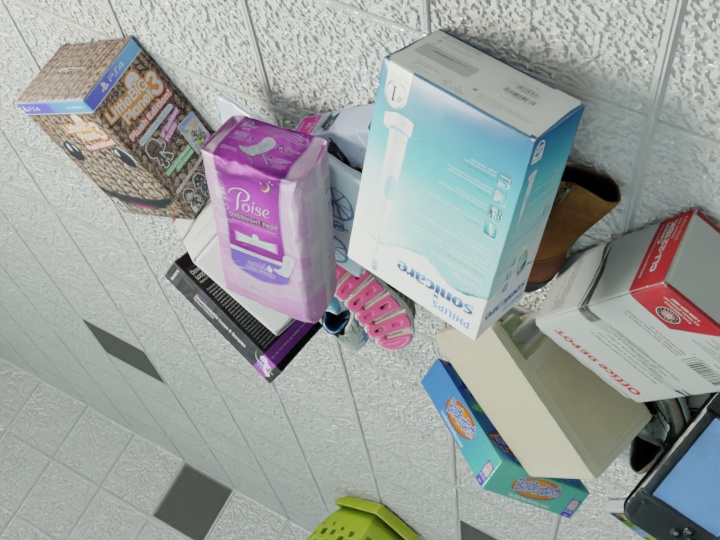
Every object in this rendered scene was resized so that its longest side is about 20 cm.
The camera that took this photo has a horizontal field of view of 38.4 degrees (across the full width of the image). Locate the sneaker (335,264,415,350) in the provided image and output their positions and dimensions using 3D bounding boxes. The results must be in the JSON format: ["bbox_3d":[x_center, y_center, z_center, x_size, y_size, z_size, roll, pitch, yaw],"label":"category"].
[{"bbox_3d":[0.000,0.000,1.227,0.201,0.073,0.087,52,-162,-2],"label":"sneaker"}]

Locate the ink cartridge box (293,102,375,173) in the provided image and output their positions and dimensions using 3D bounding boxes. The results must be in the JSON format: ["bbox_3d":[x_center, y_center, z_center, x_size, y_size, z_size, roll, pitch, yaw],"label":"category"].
[{"bbox_3d":[0.025,-0.110,1.026,0.198,0.042,0.119,-2,140,51],"label":"ink cartridge box"}]

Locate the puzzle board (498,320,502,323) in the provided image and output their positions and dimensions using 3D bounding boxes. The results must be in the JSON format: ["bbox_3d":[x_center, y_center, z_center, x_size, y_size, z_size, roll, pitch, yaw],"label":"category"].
[{"bbox_3d":[0.233,0.143,1.291,0.198,0.018,0.151,31,158,3],"label":"puzzle board"}]

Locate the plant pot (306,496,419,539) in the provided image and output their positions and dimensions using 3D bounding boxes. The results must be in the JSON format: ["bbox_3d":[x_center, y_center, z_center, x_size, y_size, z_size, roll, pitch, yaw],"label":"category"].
[{"bbox_3d":[0.009,0.637,2.365,0.199,0.183,0.199,44,155,-26],"label":"plant pot"}]

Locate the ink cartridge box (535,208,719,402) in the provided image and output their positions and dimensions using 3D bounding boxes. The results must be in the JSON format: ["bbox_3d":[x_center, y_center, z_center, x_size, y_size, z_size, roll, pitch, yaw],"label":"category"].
[{"bbox_3d":[0.276,0.041,0.941,0.143,0.085,0.200,36,156,-12],"label":"ink cartridge box"}]

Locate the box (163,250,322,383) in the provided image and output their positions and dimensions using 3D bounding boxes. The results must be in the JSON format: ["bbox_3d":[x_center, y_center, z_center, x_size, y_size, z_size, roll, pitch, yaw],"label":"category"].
[{"bbox_3d":[-0.152,0.039,1.382,0.200,0.143,0.036,47,123,-1],"label":"box"}]

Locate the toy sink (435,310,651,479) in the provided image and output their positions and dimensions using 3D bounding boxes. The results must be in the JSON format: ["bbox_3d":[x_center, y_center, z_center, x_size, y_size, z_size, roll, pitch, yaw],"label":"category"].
[{"bbox_3d":[0.197,0.111,1.117,0.201,0.112,0.130,54,156,-6],"label":"toy sink"}]

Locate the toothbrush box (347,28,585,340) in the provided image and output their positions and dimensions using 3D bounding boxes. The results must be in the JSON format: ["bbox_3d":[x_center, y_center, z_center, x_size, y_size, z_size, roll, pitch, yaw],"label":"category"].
[{"bbox_3d":[0.080,-0.069,0.850,0.145,0.085,0.203,32,132,25],"label":"toothbrush box"}]

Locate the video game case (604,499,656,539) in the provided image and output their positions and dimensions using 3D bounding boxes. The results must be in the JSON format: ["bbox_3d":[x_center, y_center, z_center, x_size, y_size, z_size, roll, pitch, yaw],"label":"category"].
[{"bbox_3d":[0.468,0.378,1.454,0.181,0.022,0.200,37,158,-10],"label":"video game case"}]

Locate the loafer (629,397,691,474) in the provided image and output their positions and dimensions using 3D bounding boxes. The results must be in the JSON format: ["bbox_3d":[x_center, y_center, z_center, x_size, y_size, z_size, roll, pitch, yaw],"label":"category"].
[{"bbox_3d":[0.329,0.179,1.150,0.201,0.062,0.073,64,-179,-54],"label":"loafer"}]

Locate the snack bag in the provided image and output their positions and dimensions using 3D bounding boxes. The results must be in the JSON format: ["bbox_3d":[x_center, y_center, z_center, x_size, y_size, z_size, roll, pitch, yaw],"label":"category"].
[{"bbox_3d":[-0.070,-0.089,1.110,0.198,0.022,0.190,32,154,13],"label":"snack bag"}]

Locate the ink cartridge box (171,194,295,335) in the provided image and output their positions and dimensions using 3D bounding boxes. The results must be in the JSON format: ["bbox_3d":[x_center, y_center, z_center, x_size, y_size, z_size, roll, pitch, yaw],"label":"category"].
[{"bbox_3d":[-0.143,-0.026,1.256,0.146,0.085,0.200,43,180,-26],"label":"ink cartridge box"}]

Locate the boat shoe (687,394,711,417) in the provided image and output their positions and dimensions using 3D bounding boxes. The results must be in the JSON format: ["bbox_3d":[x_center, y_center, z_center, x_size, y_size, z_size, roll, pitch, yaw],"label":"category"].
[{"bbox_3d":[0.420,0.209,1.117,0.199,0.064,0.070,40,157,-16],"label":"boat shoe"}]

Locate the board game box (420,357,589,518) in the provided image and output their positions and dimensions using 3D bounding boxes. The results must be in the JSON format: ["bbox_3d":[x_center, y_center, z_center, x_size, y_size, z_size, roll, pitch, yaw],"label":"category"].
[{"bbox_3d":[0.174,0.203,1.268,0.150,0.045,0.201,24,-160,-32],"label":"board game box"}]

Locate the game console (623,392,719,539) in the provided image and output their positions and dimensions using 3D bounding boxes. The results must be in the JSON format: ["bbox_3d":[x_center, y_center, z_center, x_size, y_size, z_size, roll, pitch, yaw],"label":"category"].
[{"bbox_3d":[0.388,0.247,1.042,0.174,0.117,0.202,32,114,1],"label":"game console"}]

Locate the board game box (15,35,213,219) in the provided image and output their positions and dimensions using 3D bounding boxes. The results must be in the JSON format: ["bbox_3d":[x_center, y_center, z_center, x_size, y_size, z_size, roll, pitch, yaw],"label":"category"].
[{"bbox_3d":[-0.277,-0.166,1.228,0.158,0.098,0.200,7,147,45],"label":"board game box"}]

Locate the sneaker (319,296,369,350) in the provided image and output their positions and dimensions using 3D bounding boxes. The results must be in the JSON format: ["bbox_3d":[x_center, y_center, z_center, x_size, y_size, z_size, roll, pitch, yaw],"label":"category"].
[{"bbox_3d":[-0.028,0.066,1.405,0.071,0.073,0.201,23,157,16],"label":"sneaker"}]

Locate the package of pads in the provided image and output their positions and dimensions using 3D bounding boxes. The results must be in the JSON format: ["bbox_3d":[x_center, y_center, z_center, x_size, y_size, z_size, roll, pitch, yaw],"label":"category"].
[{"bbox_3d":[-0.087,-0.048,1.054,0.119,0.076,0.202,18,136,21],"label":"package of pads"}]

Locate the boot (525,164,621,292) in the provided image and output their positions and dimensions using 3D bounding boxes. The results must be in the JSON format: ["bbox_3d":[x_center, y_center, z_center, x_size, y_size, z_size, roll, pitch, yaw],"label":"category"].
[{"bbox_3d":[0.118,-0.039,0.953,0.185,0.070,0.200,14,158,-3],"label":"boot"}]
